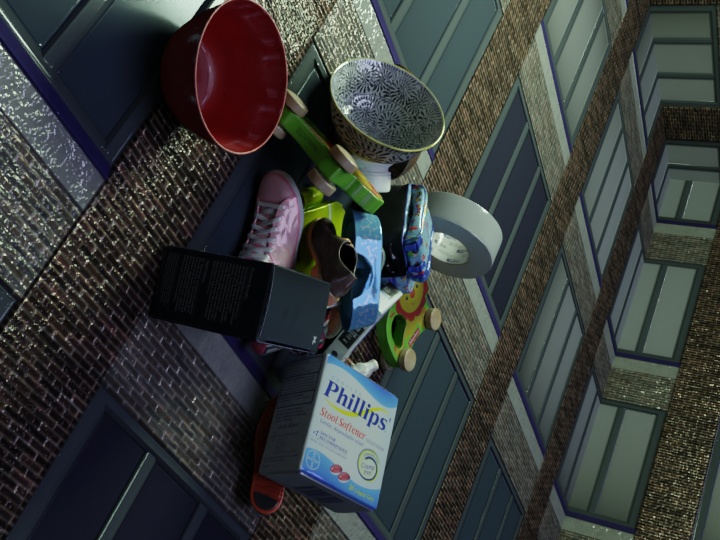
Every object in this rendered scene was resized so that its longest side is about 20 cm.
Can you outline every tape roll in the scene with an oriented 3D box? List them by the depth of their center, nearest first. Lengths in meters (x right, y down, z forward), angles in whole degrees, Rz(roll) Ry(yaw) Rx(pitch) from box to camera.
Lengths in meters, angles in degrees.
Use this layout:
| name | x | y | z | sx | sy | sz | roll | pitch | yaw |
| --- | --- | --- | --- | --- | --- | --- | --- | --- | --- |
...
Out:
| name | x | y | z | sx | sy | sz | roll | pitch | yaw |
| --- | --- | --- | --- | --- | --- | --- | --- | --- | --- |
| tape roll | 0.183 | -0.069 | 1.863 | 0.067 | 0.198 | 0.201 | -64 | 146 | -27 |

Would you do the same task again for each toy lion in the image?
| name | x | y | z | sx | sy | sz | roll | pitch | yaw |
| --- | --- | --- | --- | --- | --- | --- | --- | --- | --- |
| toy lion | -0.048 | -0.176 | 1.458 | 0.069 | 0.200 | 0.191 | -43 | 163 | 10 |
| toy lion | 0.087 | 0.074 | 1.881 | 0.201 | 0.068 | 0.193 | -54 | 133 | -39 |

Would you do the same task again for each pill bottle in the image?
| name | x | y | z | sx | sy | sz | roll | pitch | yaw |
| --- | --- | --- | --- | --- | --- | --- | --- | --- | --- |
| pill bottle | 0.011 | -0.241 | 1.605 | 0.113 | 0.112 | 0.203 | -12 | 108 | -58 |

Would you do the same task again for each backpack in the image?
| name | x | y | z | sx | sy | sz | roll | pitch | yaw |
| --- | --- | --- | --- | --- | --- | --- | --- | --- | --- |
| backpack | 0.067 | -0.039 | 1.713 | 0.184 | 0.132 | 0.202 | -78 | 162 | -46 |

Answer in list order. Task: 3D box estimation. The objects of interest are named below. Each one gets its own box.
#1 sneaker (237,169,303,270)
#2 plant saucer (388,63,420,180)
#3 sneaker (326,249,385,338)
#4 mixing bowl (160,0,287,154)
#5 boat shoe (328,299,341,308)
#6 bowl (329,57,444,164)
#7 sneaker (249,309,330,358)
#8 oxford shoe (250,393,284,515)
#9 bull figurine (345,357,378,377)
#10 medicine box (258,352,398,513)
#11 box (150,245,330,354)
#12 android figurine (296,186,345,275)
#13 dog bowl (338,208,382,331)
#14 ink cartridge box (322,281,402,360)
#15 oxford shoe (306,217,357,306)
| name | x | y | z | sx | sy | sz | roll | pitch | yaw |
| --- | --- | --- | --- | --- | --- | --- | --- | --- | --- |
| sneaker | -0.143 | -0.048 | 1.423 | 0.104 | 0.074 | 0.203 | -28 | 126 | -60 |
| plant saucer | 0.073 | -0.263 | 1.643 | 0.034 | 0.200 | 0.203 | 0 | 100 | -20 |
| sneaker | -0.015 | 0.026 | 1.628 | 0.201 | 0.071 | 0.080 | -56 | 174 | 23 |
| mixing bowl | -0.197 | -0.261 | 1.244 | 0.199 | 0.107 | 0.203 | -22 | 116 | -56 |
| boat shoe | -0.077 | 0.038 | 1.483 | 0.200 | 0.075 | 0.061 | -28 | 104 | -83 |
| bowl | 0.027 | -0.237 | 1.484 | 0.201 | 0.200 | 0.094 | -48 | 174 | -44 |
| sneaker | -0.109 | 0.110 | 1.522 | 0.199 | 0.080 | 0.076 | -15 | 112 | -59 |
| oxford shoe | -0.148 | 0.305 | 1.539 | 0.073 | 0.070 | 0.202 | 115 | -11 | -68 |
| bull figurine | -0.018 | 0.238 | 1.689 | 0.121 | 0.065 | 0.202 | 0 | 122 | -60 |
| medicine box | -0.048 | 0.268 | 1.508 | 0.182 | 0.102 | 0.202 | 36 | 55 | -35 |
| box | -0.165 | 0.041 | 1.284 | 0.148 | 0.198 | 0.106 | 22 | 79 | -59 |
| android figurine | -0.080 | -0.050 | 1.568 | 0.199 | 0.041 | 0.185 | -28 | 121 | -54 |
| dog bowl | 0.000 | 0.000 | 1.518 | 0.111 | 0.049 | 0.203 | -145 | -123 | -74 |
| ink cartridge box | -0.008 | 0.110 | 1.663 | 0.201 | 0.039 | 0.099 | -52 | 173 | 31 |
| oxford shoe | -0.037 | -0.026 | 1.463 | 0.071 | 0.072 | 0.201 | 46 | 20 | -34 |
